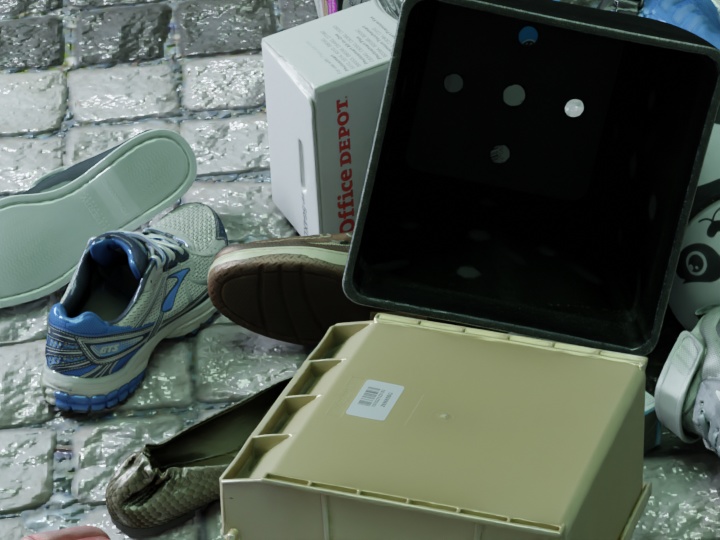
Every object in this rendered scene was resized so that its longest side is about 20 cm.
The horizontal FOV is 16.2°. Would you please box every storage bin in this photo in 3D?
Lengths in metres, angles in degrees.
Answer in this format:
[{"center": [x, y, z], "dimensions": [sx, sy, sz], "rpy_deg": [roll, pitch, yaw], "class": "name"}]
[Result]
[{"center": [0.046, 0.119, 1.414], "dimensions": [0.197, 0.094, 0.200], "rpy_deg": [9, 29, 17], "class": "storage bin"}]

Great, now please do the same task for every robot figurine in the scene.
[{"center": [0.242, -0.035, 1.659], "dimensions": [0.124, 0.151, 0.201], "rpy_deg": [3, 36, -12], "class": "robot figurine"}]

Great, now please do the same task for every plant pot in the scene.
[{"center": [0.103, -0.088, 1.607], "dimensions": [0.198, 0.201, 0.178], "rpy_deg": [10, 21, -5], "class": "plant pot"}]

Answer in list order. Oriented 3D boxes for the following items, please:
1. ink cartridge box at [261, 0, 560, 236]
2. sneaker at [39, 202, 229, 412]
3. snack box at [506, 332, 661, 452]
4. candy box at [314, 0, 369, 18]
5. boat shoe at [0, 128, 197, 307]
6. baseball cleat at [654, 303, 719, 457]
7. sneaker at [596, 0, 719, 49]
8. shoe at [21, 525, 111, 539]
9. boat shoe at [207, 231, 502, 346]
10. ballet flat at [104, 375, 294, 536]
[{"center": [0.037, -0.115, 1.762], "dimensions": [0.199, 0.147, 0.084], "rpy_deg": [-20, 41, -21], "class": "ink cartridge box"}, {"center": [-0.144, 0.006, 1.672], "dimensions": [0.077, 0.086, 0.200], "rpy_deg": [13, 40, 20], "class": "sneaker"}, {"center": [0.074, 0.107, 1.563], "dimensions": [0.199, 0.037, 0.116], "rpy_deg": [-26, 43, -26], "class": "snack box"}, {"center": [-0.004, -0.234, 1.928], "dimensions": [0.060, 0.137, 0.201], "rpy_deg": [-6, 37, -5], "class": "candy box"}, {"center": [-0.203, -0.032, 1.748], "dimensions": [0.199, 0.076, 0.060], "rpy_deg": [-25, 4, -12], "class": "boat shoe"}, {"center": [0.232, 0.107, 1.524], "dimensions": [0.106, 0.070, 0.201], "rpy_deg": [-14, 50, 22], "class": "baseball cleat"}, {"center": [0.225, -0.158, 1.857], "dimensions": [0.110, 0.077, 0.200], "rpy_deg": [3, 34, -1], "class": "sneaker"}, {"center": [-0.190, 0.214, 1.425], "dimensions": [0.091, 0.072, 0.200], "rpy_deg": [27, 41, 35], "class": "shoe"}, {"center": [-0.001, 0.005, 1.677], "dimensions": [0.201, 0.075, 0.075], "rpy_deg": [7, 38, -6], "class": "boat shoe"}, {"center": [-0.071, 0.103, 1.573], "dimensions": [0.199, 0.047, 0.067], "rpy_deg": [-24, 43, -24], "class": "ballet flat"}]
